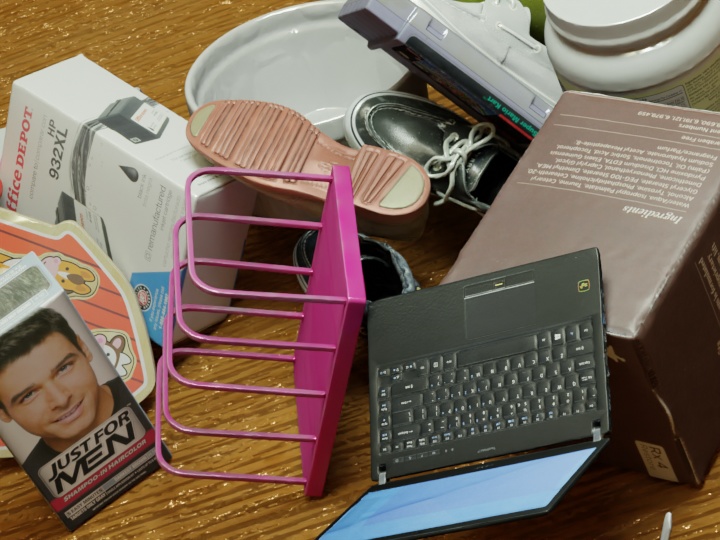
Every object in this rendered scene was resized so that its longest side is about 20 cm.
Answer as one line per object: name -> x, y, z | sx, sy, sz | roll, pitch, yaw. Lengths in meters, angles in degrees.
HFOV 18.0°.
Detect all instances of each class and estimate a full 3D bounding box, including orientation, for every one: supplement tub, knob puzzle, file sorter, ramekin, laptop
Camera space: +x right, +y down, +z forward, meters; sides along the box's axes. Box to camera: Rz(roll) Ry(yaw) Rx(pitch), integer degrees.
supplement tub -> 0.220, -0.151, 1.685 | 0.144, 0.201, 0.146 | -14, 43, 14
knob puzzle -> -0.253, 0.056, 1.754 | 0.218, 0.221, 0.030 | -22, 10, 6
file sorter -> -0.077, 0.041, 1.627 | 0.124, 0.201, 0.140 | 4, 43, -10
ramekin -> -0.035, -0.124, 1.838 | 0.199, 0.106, 0.201 | -10, 34, 7
laptop -> 0.058, 0.082, 1.424 | 0.176, 0.103, 0.201 | -14, 65, 28

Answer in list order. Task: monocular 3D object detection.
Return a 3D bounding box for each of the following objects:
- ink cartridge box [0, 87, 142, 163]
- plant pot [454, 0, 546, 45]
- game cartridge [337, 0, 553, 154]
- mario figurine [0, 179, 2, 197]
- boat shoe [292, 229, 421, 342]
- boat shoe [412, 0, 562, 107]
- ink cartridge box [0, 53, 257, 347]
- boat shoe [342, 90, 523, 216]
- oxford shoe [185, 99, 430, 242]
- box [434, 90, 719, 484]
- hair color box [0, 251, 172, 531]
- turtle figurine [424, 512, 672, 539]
ink cartridge box -> -0.277, -0.058, 1.970 | 0.199, 0.043, 0.197 | -16, 44, 11
plant pot -> 0.192, -0.257, 1.828 | 0.192, 0.201, 0.201 | 14, 56, 22
game cartridge -> 0.077, -0.143, 1.701 | 0.038, 0.199, 0.130 | -54, 10, 1
mario figurine -> -0.327, 0.005, 1.806 | 0.122, 0.201, 0.106 | -10, 25, 3
boat shoe -> 0.000, 0.000, 1.733 | 0.071, 0.091, 0.200 | -36, 43, -10
boat shoe -> 0.110, -0.178, 1.773 | 0.069, 0.199, 0.072 | -56, 14, 1
ink cartridge box -> -0.189, -0.056, 1.796 | 0.199, 0.146, 0.084 | 32, 36, 25
boat shoe -> 0.079, -0.077, 1.707 | 0.199, 0.068, 0.074 | 34, 80, 0
oxford shoe -> -0.041, -0.067, 1.710 | 0.199, 0.074, 0.071 | 24, 64, 17
box -> 0.187, 0.008, 1.574 | 0.163, 0.166, 0.200 | 13, 55, 35
hair color box -> -0.229, 0.092, 1.680 | 0.099, 0.201, 0.061 | -36, 43, -9
turtle figurine -> 0.100, 0.261, 1.371 | 0.143, 0.200, 0.195 | 2, 68, -13
